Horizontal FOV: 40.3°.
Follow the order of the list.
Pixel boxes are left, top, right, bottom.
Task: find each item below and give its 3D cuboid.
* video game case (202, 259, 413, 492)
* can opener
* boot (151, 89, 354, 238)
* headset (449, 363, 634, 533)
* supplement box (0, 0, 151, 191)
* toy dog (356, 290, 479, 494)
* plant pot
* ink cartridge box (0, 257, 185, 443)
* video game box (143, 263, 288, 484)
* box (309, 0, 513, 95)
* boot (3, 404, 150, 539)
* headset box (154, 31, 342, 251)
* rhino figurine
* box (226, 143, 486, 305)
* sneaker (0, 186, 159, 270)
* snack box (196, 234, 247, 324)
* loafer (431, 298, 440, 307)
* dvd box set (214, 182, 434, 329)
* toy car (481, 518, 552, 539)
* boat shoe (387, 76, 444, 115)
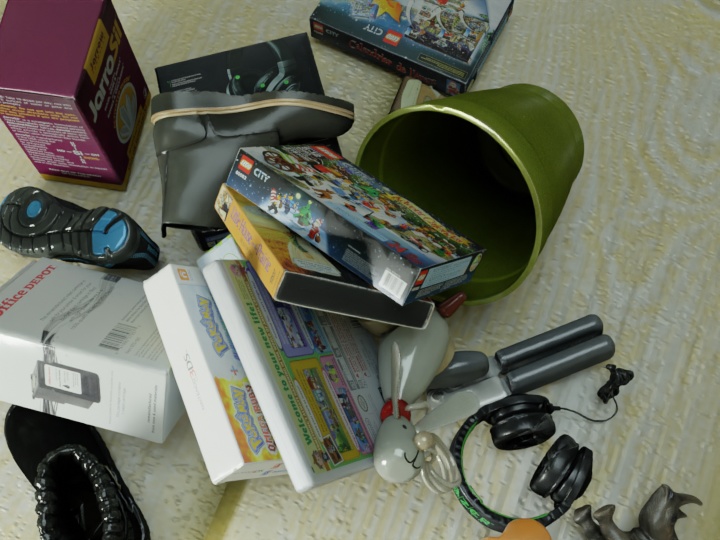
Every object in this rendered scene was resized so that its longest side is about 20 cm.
[{"bbox_3d":[-0.037,0.081,0.852,0.022,0.182,0.201,-33,74,28],"label":"video game case"},{"bbox_3d":[0.156,0.095,0.976,0.199,0.067,0.053,-18,56,-5],"label":"can opener"},{"bbox_3d":[-0.104,-0.102,0.969,0.199,0.077,0.139,-2,84,-1],"label":"boot"},{"bbox_3d":[0.177,0.161,0.932,0.200,0.094,0.124,-31,70,-25],"label":"headset"},{"bbox_3d":[-0.301,-0.189,1.028,0.103,0.200,0.131,9,70,5],"label":"supplement box"},{"bbox_3d":[0.059,0.088,0.869,0.096,0.132,0.201,-35,51,29],"label":"toy dog"},{"bbox_3d":[0.127,-0.098,0.976,0.200,0.201,0.193,36,42,14],"label":"plant pot"},{"bbox_3d":[-0.255,0.072,0.950,0.199,0.084,0.145,13,27,8],"label":"ink cartridge box"},{"bbox_3d":[-0.099,0.095,0.925,0.047,0.182,0.201,-35,67,28],"label":"video game box"},{"bbox_3d":[0.060,-0.297,1.140,0.199,0.038,0.137,26,71,11],"label":"box"},{"bbox_3d":[-0.274,0.183,0.899,0.079,0.158,0.211,-41,74,-12],"label":"boot"},{"bbox_3d":[-0.117,-0.146,1.063,0.173,0.093,0.201,-15,68,-4],"label":"headset box"},{"bbox_3d":[0.232,0.261,0.908,0.199,0.060,0.088,-26,89,-9],"label":"rhino figurine"},{"bbox_3d":[-0.002,-0.048,0.870,0.200,0.136,0.038,34,114,21],"label":"box"},{"bbox_3d":[-0.305,-0.034,1.040,0.199,0.082,0.073,15,78,27],"label":"sneaker"},{"bbox_3d":[-0.056,0.065,0.921,0.053,0.142,0.201,-34,74,25],"label":"snack box"},{"bbox_3d":[0.000,0.000,1.012,0.200,0.068,0.071,23,54,7],"label":"loafer"},{"bbox_3d":[-0.037,-0.016,0.876,0.146,0.200,0.029,13,109,-28],"label":"dvd box set"},{"bbox_3d":[0.150,0.311,0.813,0.176,0.184,0.201,7,76,5],"label":"toy car"},{"bbox_3d":[0.052,-0.119,1.065,0.076,0.072,0.201,22,70,-3],"label":"boat shoe"}]
